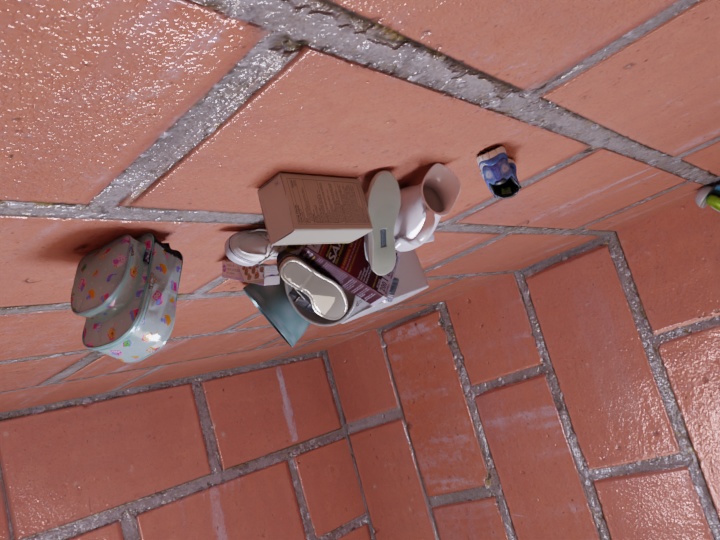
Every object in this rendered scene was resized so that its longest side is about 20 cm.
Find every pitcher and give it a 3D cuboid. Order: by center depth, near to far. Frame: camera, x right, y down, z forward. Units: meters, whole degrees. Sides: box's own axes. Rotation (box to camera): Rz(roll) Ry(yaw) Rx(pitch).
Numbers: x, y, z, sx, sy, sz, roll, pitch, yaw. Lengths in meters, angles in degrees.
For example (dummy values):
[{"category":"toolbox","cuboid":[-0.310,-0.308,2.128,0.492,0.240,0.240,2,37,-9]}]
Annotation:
[{"category":"pitcher","cuboid":[0.102,-0.099,1.292,0.120,0.174,0.199,35,145,-14]}]

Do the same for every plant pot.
[{"category":"plant pot","cuboid":[-0.195,0.079,1.676,0.134,0.201,0.201,-42,173,-11]}]

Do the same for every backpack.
[{"category":"backpack","cuboid":[-0.409,0.050,1.122,0.172,0.205,0.153,-19,153,23]}]

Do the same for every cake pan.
[{"category":"cake pan","cuboid":[-0.091,0.032,1.555,0.197,0.204,0.037,-22,-175,26]}]

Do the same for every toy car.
[{"category":"toy car","cuboid":[1.398,-0.278,2.456,0.198,0.175,0.152,0,126,-55]}]

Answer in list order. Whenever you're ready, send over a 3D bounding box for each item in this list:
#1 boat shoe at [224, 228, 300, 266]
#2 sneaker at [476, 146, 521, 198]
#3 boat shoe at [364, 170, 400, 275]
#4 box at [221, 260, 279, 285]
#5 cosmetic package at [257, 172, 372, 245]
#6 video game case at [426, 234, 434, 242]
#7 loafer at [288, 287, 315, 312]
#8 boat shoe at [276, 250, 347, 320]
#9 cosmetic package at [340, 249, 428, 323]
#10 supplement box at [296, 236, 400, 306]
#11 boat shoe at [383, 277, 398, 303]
[{"category":"boat shoe","cuboid":[-0.172,-0.055,1.285,0.199,0.076,0.085,1,158,-44]},{"category":"sneaker","cuboid":[0.290,-0.186,1.332,0.077,0.091,0.199,-19,169,21]},{"category":"boat shoe","cuboid":[0.032,-0.095,1.236,0.068,0.206,0.071,-9,-156,-22]},{"category":"box","cuboid":[-0.236,0.003,1.365,0.041,0.040,0.198,-2,-175,-38]},{"category":"cosmetic package","cuboid":[-0.076,-0.106,1.131,0.072,0.106,0.197,-25,165,41]},{"category":"video game case","cuboid":[0.044,-0.073,1.476,0.195,0.024,0.181,-13,-164,-20]},{"category":"loafer","cuboid":[-0.097,-0.014,1.383,0.071,0.204,0.073,26,149,-20]},{"category":"boat shoe","cuboid":[-0.097,0.026,1.293,0.073,0.063,0.200,-45,128,2]},{"category":"cosmetic package","cuboid":[0.034,0.012,1.644,0.197,0.170,0.166,-17,171,-37]},{"category":"supplement box","cuboid":[-0.022,-0.028,1.307,0.197,0.111,0.061,31,149,-16]},{"category":"boat shoe","cuboid":[0.000,0.000,1.432,0.198,0.069,0.071,29,-170,32]}]
